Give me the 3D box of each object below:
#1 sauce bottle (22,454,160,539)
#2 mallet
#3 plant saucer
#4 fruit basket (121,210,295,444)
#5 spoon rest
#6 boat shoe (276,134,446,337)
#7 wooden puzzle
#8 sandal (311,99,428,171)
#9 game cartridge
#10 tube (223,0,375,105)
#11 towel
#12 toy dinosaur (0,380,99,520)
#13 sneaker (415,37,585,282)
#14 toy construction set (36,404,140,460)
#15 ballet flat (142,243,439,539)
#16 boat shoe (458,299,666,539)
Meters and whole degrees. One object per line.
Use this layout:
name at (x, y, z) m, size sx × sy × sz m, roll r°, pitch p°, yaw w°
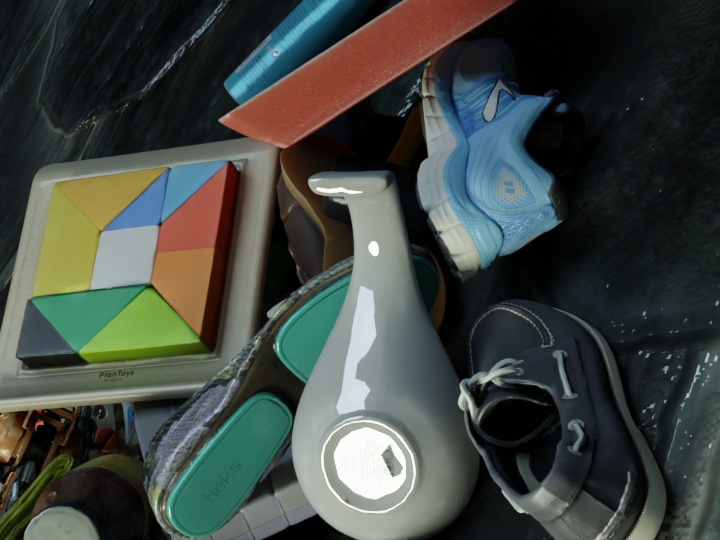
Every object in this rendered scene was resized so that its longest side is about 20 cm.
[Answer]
sauce bottle at (-0.150, 0.141, 0.926) m, size 0.066 × 0.066 × 0.200 m, roll -58°, pitch -2°, yaw 0°
mallet at (0.045, -0.088, 1.014) m, size 0.200 × 0.066 × 0.041 m, roll -54°, pitch -21°, yaw -44°
plant saucer at (0.013, -0.133, 0.994) m, size 0.199 × 0.037 × 0.200 m, roll -32°, pitch 7°, yaw 3°
fruit basket at (-0.125, 0.008, 1.171) m, size 0.186 × 0.093 × 0.200 m, roll -54°, pitch 23°, yaw 9°
spoon rest at (0.009, 0.044, 0.832) m, size 0.099 × 0.201 × 0.061 m, roll 1°, pitch 17°, yaw 16°
boat shoe at (0.000, 0.000, 0.996) m, size 0.200 × 0.070 × 0.071 m, roll -114°, pitch 21°, yaw -48°
wooden puzzle at (-0.145, -0.004, 1.054) m, size 0.184 × 0.037 × 0.201 m, roll -6°, pitch 54°, yaw 20°
sandal at (-0.011, -0.085, 1.123) m, size 0.076 × 0.043 × 0.200 m, roll -56°, pitch 26°, yaw 5°
game cartridge at (-0.068, 0.090, 0.983) m, size 0.129 × 0.039 × 0.200 m, roll -28°, pitch 29°, yaw -1°
tube at (-0.022, -0.199, 1.266) m, size 0.200 × 0.050 × 0.078 m, roll -47°, pitch 32°, yaw 13°
towel at (-0.207, 0.190, 1.072) m, size 0.086 × 0.018 × 0.200 m, roll -50°, pitch -14°, yaw -26°
toy dinosaur at (-0.211, 0.122, 1.085) m, size 0.200 × 0.102 × 0.136 m, roll -43°, pitch 11°, yaw -4°
sneaker at (0.086, -0.070, 0.933) m, size 0.089 × 0.079 × 0.201 m, roll -18°, pitch 34°, yaw 15°
toy construction set at (-0.237, 0.113, 1.242) m, size 0.200 × 0.092 × 0.132 m, roll -16°, pitch 59°, yaw 53°
ballet flat at (-0.044, 0.053, 0.888) m, size 0.200 × 0.072 × 0.072 m, roll -46°, pitch 26°, yaw -3°
boat shoe at (0.081, 0.061, 0.785) m, size 0.073 × 0.063 × 0.200 m, roll -53°, pitch 25°, yaw 16°
